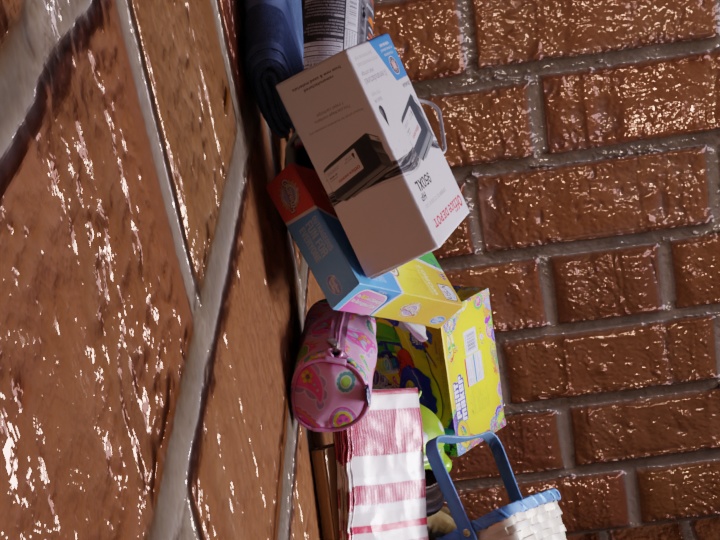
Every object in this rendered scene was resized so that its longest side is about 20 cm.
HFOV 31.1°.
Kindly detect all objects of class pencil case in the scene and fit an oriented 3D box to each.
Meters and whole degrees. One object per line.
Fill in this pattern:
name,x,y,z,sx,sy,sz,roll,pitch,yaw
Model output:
pencil case,-0.025,0.091,1.321,0.200,0.086,0.089,-80,161,-73

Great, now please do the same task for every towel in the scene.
towel,0.027,0.229,1.392,0.143,0.023,0.204,5,80,-51
towel,-0.090,-0.243,1.292,0.112,0.048,0.202,70,13,-54

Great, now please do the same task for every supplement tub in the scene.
supplement tub,-0.038,-0.240,1.540,0.107,0.105,0.203,71,20,-70

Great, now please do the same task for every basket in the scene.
basket,0.151,0.283,1.491,0.175,0.138,0.203,8,60,-57

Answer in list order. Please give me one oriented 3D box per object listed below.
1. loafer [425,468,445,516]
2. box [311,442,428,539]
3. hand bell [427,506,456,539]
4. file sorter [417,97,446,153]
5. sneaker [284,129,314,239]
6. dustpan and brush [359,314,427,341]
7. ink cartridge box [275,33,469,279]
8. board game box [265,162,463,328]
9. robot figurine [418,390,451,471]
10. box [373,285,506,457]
loafer,0.038,0.254,1.497,0.199,0.072,0.072,-9,94,-59
box,0.018,0.281,1.406,0.162,0.021,0.204,-6,88,-51
hand bell,0.057,0.397,1.607,0.105,0.103,0.202,-91,-155,-60
file sorter,0.024,-0.118,1.665,0.140,0.123,0.202,-94,-162,-53
sneaker,-0.032,-0.132,1.402,0.089,0.080,0.202,64,39,-54
dustpan and brush,0.000,0.000,1.405,0.139,0.057,0.201,38,23,-24
ink cartridge box,0.017,-0.112,1.241,0.202,0.083,0.145,64,22,-8
board game box,0.007,-0.022,1.311,0.199,0.040,0.154,12,42,-56
robot figurine,0.048,0.258,1.664,0.175,0.114,0.203,-22,121,-58
box,0.082,0.132,1.795,0.121,0.191,0.203,-23,109,-46
